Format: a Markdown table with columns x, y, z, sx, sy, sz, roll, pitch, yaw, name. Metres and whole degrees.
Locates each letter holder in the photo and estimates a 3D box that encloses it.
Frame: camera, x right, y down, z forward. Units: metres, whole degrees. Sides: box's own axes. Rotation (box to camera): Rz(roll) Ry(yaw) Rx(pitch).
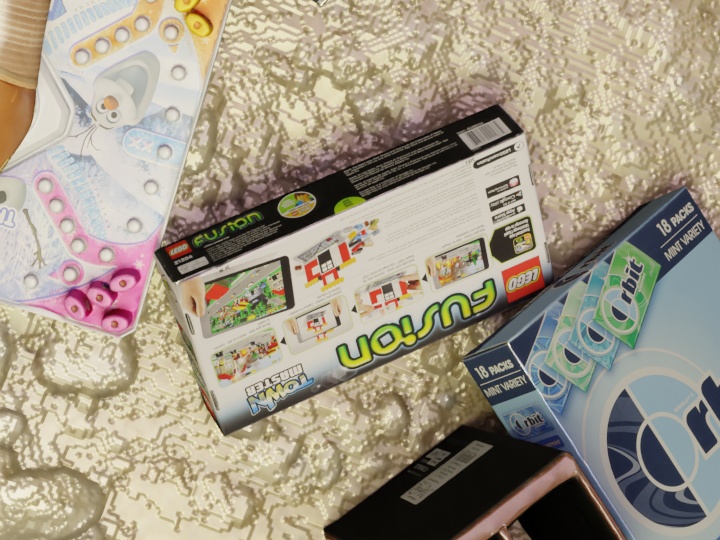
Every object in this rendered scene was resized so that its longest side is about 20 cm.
| x | y | z | sx | sy | sz | roll | pitch | yaw | name |
| --- | --- | --- | --- | --- | --- | --- | --- | --- | --- |
| 0.078 | 0.169 | 1.267 | 0.101 | 0.200 | 0.142 | -36 | 97 | -9 | letter holder |

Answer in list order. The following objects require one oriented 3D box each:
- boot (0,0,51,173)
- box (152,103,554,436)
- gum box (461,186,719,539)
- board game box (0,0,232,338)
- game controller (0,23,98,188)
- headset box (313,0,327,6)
| x | y | z | sx | sy | sz | roll | pitch | yaw | name |
| --- | --- | --- | --- | --- | --- | --- | --- | --- | --- |
| -0.260 | -0.096 | 1.222 | 0.200 | 0.074 | 0.155 | 19 | 101 | 1 | boot |
| 0.000 | 0.000 | 1.307 | 0.200 | 0.035 | 0.110 | -23 | 130 | -11 | box |
| 0.168 | 0.082 | 1.329 | 0.170 | 0.045 | 0.200 | -38 | 97 | -38 | gum box |
| -0.185 | -0.085 | 1.270 | 0.200 | 0.026 | 0.200 | 17 | 97 | -2 | board game box |
| -0.205 | -0.140 | 1.297 | 0.104 | 0.042 | 0.200 | -27 | 95 | 4 | game controller |
| -0.051 | -0.232 | 1.247 | 0.174 | 0.200 | 0.093 | 43 | 99 | -8 | headset box |
